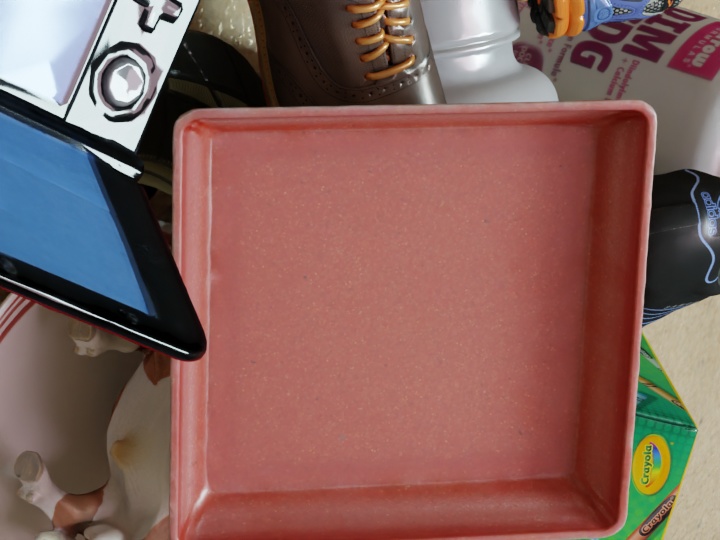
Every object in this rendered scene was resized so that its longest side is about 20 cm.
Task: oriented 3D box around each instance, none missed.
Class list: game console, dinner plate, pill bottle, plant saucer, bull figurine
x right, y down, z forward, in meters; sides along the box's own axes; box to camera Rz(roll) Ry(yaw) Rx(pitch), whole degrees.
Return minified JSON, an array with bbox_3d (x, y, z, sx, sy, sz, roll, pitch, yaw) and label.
[{"bbox_3d":[-0.124,-0.085,0.992,0.200,0.119,0.172,25,87,-41],"label":"game console"},{"bbox_3d":[-0.128,0.069,1.222,0.200,0.024,0.200,-36,137,-43],"label":"dinner plate"},{"bbox_3d":[0.044,-0.037,1.309,0.111,0.111,0.200,-23,110,-49],"label":"pill bottle"},{"bbox_3d":[0.018,0.020,1.155,0.200,0.037,0.200,-2,111,-11],"label":"plant saucer"},{"bbox_3d":[-0.081,0.056,1.204,0.121,0.065,0.200,8,99,-54],"label":"bull figurine"},{"bbox_3d":[0.159,-0.076,1.399,0.113,0.200,0.113,-35,136,-43],"label":"pill bottle"}]

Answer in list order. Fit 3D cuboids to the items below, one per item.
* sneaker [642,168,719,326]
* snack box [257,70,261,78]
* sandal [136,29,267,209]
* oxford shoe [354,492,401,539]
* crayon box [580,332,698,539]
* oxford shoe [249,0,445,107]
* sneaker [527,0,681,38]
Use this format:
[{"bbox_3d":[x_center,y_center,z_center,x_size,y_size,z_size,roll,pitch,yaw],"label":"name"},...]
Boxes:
[{"bbox_3d":[0.144,-0.005,1.327,0.200,0.078,0.070,92,-10,-83],"label":"sneaker"},{"bbox_3d":[0.000,0.000,1.244,0.024,0.072,0.200,-18,95,-18],"label":"snack box"},{"bbox_3d":[-0.105,-0.063,1.145,0.201,0.057,0.080,13,65,-44],"label":"sandal"},{"bbox_3d":[-0.004,0.119,1.269,0.073,0.200,0.071,14,100,-25],"label":"oxford shoe"},{"bbox_3d":[0.112,0.095,1.416,0.200,0.058,0.119,-107,-148,-73],"label":"crayon box"},{"bbox_3d":[-0.005,-0.099,1.158,0.071,0.073,0.200,-31,99,-20],"label":"oxford shoe"},{"bbox_3d":[0.119,-0.192,1.323,0.075,0.078,0.200,96,-5,-59],"label":"sneaker"}]
